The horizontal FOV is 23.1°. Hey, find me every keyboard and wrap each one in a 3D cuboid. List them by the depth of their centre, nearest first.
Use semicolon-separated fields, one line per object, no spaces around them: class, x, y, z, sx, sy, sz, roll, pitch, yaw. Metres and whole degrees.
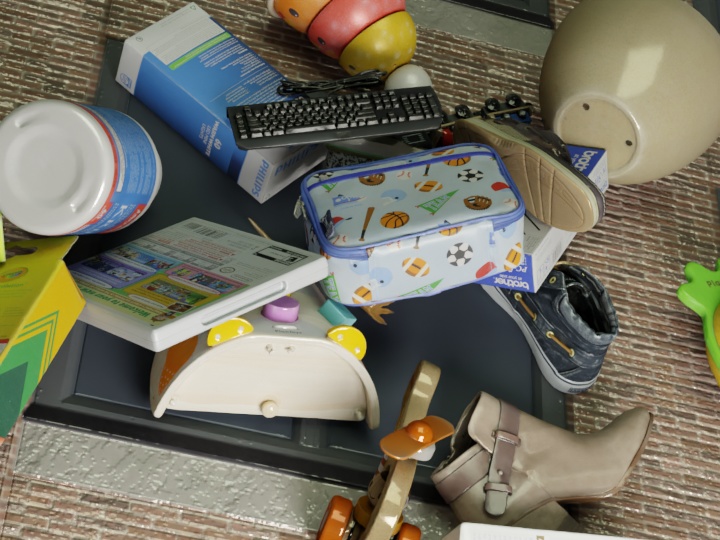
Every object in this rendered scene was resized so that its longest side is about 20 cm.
keyboard;-0.027;-0.156;1.661;0.199;0.021;0.127;-6;32;-10

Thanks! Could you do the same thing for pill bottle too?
pill bottle;-0.237;-0.087;1.517;0.112;0.113;0.200;33;8;8

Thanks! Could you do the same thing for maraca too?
maraca;0.382;0.066;1.680;0.137;0.107;0.200;-7;54;-36

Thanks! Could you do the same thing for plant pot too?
plant pot;0.259;-0.165;1.761;0.200;0.201;0.135;33;42;8

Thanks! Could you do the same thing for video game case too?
video game case;-0.157;0.008;1.508;0.182;0.022;0.200;-24;26;-35

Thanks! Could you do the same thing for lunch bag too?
lunch bag;0.041;-0.048;1.572;0.199;0.076;0.161;-10;36;-7

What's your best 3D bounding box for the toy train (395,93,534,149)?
toy train;0.100;-0.143;1.803;0.199;0.034;0.046;-15;61;-30

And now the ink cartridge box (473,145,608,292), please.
ink cartridge box;0.158;-0.054;1.670;0.094;0.044;0.200;10;36;26

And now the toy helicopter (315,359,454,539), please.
toy helicopter;0.034;0.147;1.461;0.079;0.133;0.200;22;47;-2

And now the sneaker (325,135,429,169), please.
sneaker;0.039;-0.080;1.715;0.199;0.089;0.077;17;3;-27

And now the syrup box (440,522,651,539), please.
syrup box;0.162;0.262;1.437;0.199;0.079;0.082;8;65;-15

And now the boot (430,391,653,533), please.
boot;0.156;0.156;1.530;0.146;0.070;0.200;39;57;-4

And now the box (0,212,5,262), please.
box;-0.400;-0.041;1.467;0.199;0.048;0.122;-5;28;-12

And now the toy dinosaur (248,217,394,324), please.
toy dinosaur;0.000;0.000;1.640;0.199;0.061;0.106;2;24;-22

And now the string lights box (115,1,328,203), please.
string lights box;-0.131;-0.166;1.717;0.200;0.059;0.103;41;49;15

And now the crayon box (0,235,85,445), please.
crayon box;-0.308;0.056;1.422;0.126;0.051;0.200;-3;41;27

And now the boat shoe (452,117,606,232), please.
boat shoe;0.164;-0.099;1.631;0.065;0.072;0.200;-24;34;-26

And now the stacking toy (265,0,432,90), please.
stacking toy;0.009;-0.244;1.800;0.146;0.146;0.200;-25;74;-35

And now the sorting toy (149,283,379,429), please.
sorting toy;-0.087;0.044;1.547;0.199;0.107;0.180;5;30;-17

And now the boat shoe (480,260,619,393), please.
boat shoe;0.177;0.012;1.660;0.071;0.091;0.201;-14;57;-30
